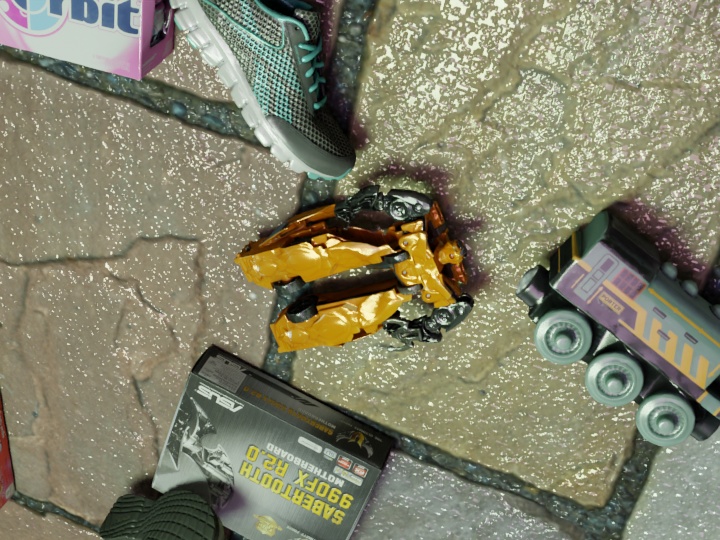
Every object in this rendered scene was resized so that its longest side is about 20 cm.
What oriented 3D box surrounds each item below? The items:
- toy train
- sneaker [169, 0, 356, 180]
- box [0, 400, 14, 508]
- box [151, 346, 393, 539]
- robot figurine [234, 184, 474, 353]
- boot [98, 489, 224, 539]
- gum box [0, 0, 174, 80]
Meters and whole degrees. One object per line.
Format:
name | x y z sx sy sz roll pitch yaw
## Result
toy train | 0.219 0.048 0.935 0.199 0.085 0.114 38 114 -4
sneaker | -0.058 -0.161 0.919 0.091 0.078 0.201 -31 106 27
box | -0.430 0.167 1.220 0.101 0.095 0.203 11 121 14
box | -0.087 0.184 1.136 0.198 0.048 0.160 27 123 3
robot figurine | 0.000 0.000 0.996 0.197 0.058 0.147 -14 113 26
boot | -0.159 0.274 1.169 0.130 0.068 0.198 42 153 -28
gum box | -0.237 -0.234 0.942 0.197 0.066 0.115 16 124 10
